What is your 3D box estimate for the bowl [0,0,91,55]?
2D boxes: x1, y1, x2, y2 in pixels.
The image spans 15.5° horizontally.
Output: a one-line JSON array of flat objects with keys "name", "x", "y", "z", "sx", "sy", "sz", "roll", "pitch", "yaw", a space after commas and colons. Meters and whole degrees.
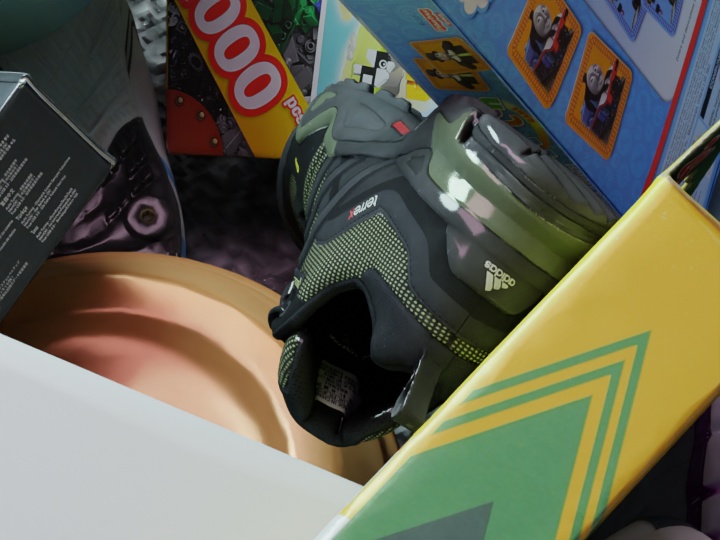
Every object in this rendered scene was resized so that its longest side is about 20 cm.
[{"name": "bowl", "x": -0.148, "y": -0.151, "z": 0.909, "sx": 0.200, "sy": 0.105, "sz": 0.202, "roll": -4, "pitch": 69, "yaw": 11}]

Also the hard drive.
[{"name": "hard drive", "x": -0.096, "y": 0.093, "z": 0.751, "sx": 0.199, "sy": 0.026, "sz": 0.132, "roll": 24, "pitch": 75, "yaw": -9}]

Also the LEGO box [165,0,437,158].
[{"name": "LEGO box", "x": 0.014, "y": -0.138, "z": 0.912, "sx": 0.148, "sy": 0.201, "sz": 0.077, "roll": 3, "pitch": 6, "yaw": 26}]

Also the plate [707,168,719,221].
[{"name": "plate", "x": 0.149, "y": -0.079, "z": 0.902, "sx": 0.200, "sy": 0.026, "sz": 0.201, "roll": -36, "pitch": 37, "yaw": 33}]

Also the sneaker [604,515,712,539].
[{"name": "sneaker", "x": 0.040, "y": 0.152, "z": 0.711, "sx": 0.200, "sy": 0.073, "sz": 0.071, "roll": -46, "pitch": 25, "yaw": 5}]

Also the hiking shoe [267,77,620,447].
[{"name": "hiking shoe", "x": 0.000, "y": 0.000, "z": 0.805, "sx": 0.101, "sy": 0.076, "sz": 0.200, "roll": -53, "pitch": 13, "yaw": -9}]

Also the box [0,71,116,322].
[{"name": "box", "x": -0.184, "y": 0.025, "z": 0.840, "sx": 0.160, "sy": 0.044, "sz": 0.200, "roll": 9, "pitch": 60, "yaw": 56}]

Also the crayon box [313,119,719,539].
[{"name": "crayon box", "x": 0.043, "y": 0.053, "z": 0.705, "sx": 0.051, "sy": 0.127, "sz": 0.200, "roll": 42, "pitch": 77, "yaw": 7}]

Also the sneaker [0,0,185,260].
[{"name": "sneaker", "x": -0.101, "y": -0.031, "z": 0.945, "sx": 0.072, "sy": 0.073, "sz": 0.201, "roll": -9, "pitch": 60, "yaw": -3}]

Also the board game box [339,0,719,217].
[{"name": "board game box", "x": 0.067, "y": -0.106, "z": 0.824, "sx": 0.036, "sy": 0.200, "sz": 0.152, "roll": 4, "pitch": 65, "yaw": 34}]

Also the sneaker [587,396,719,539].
[{"name": "sneaker", "x": 0.100, "y": 0.105, "z": 0.788, "sx": 0.087, "sy": 0.074, "sz": 0.201, "roll": -24, "pitch": 45, "yaw": 39}]

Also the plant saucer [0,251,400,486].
[{"name": "plant saucer", "x": -0.083, "y": 0.076, "z": 0.824, "sx": 0.199, "sy": 0.038, "sz": 0.201, "roll": -1, "pitch": 59, "yaw": 1}]
